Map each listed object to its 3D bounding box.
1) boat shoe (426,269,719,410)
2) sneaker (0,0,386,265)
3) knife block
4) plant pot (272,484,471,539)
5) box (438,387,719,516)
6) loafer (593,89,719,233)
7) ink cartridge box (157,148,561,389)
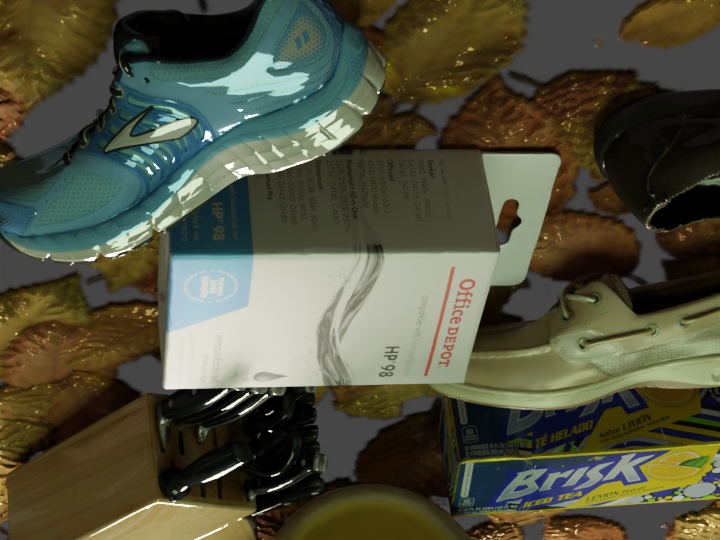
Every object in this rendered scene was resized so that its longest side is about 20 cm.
[{"bbox_3d":[0.131,0.031,1.021,0.199,0.072,0.065,-5,109,5],"label":"boat shoe"},{"bbox_3d":[-0.091,-0.076,0.839,0.199,0.079,0.090,-26,122,19],"label":"sneaker"},{"bbox_3d":[-0.115,0.108,1.046,0.199,0.064,0.176,-8,157,2],"label":"knife block"},{"bbox_3d":[0.008,0.228,1.141,0.200,0.202,0.189,-5,147,-4],"label":"plant pot"},{"bbox_3d":[0.148,0.095,1.105,0.199,0.065,0.070,-4,145,-6],"label":"box"},{"bbox_3d":[0.216,-0.049,0.910,0.199,0.072,0.073,-9,144,3],"label":"loafer"},{"bbox_3d":[0.000,0.000,0.944,0.199,0.067,0.116,-1,143,-8],"label":"ink cartridge box"}]
